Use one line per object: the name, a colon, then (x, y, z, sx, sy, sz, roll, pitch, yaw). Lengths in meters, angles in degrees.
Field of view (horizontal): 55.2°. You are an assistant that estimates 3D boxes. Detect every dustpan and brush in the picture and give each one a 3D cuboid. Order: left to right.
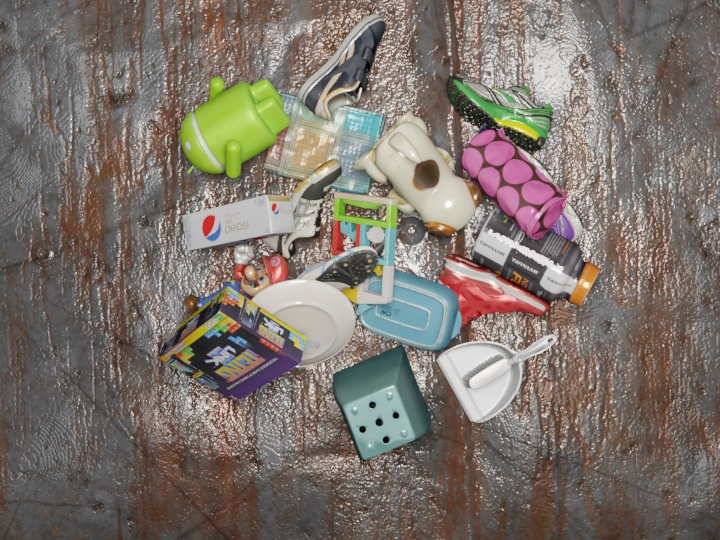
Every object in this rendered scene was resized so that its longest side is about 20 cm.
dustpan and brush: (0.248, 0.163, 1.194, 0.198, 0.057, 0.141, -31, 89, 3)

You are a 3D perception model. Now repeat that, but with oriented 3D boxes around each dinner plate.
dinner plate: (-0.105, 0.099, 1.171, 0.196, 0.024, 0.203, -5, 131, -6)

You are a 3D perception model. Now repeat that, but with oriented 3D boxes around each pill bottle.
pill bottle: (0.294, -0.019, 1.147, 0.198, 0.106, 0.108, 30, 93, 16)

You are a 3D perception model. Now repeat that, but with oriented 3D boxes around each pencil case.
pencil case: (0.250, -0.145, 1.115, 0.093, 0.091, 0.201, -31, 59, -7)

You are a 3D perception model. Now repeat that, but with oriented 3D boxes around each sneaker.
sneaker: (-0.089, -0.105, 1.199, 0.088, 0.076, 0.200, 45, 112, -4)
sneaker: (-0.051, 0.005, 1.165, 0.198, 0.073, 0.072, -31, 129, 32)
sneaker: (-0.013, -0.343, 1.188, 0.079, 0.078, 0.200, 43, 94, 13)
sneaker: (0.220, 0.059, 1.201, 0.197, 0.078, 0.117, 25, 107, 6)
sneaker: (0.239, -0.286, 1.189, 0.197, 0.078, 0.086, 27, 83, -4)
sneaker: (0.300, -0.128, 1.182, 0.083, 0.081, 0.202, -35, 86, 15)

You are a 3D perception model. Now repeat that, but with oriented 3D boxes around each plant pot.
plant pot: (0.032, 0.228, 1.138, 0.139, 0.200, 0.144, -22, 90, 4)

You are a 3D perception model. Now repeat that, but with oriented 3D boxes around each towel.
towel: (-0.064, -0.226, 1.225, 0.196, 0.022, 0.150, 13, 91, 3)

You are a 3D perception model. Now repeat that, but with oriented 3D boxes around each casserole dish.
casserole dish: (0.076, 0.070, 1.186, 0.197, 0.039, 0.124, 17, 104, 18)

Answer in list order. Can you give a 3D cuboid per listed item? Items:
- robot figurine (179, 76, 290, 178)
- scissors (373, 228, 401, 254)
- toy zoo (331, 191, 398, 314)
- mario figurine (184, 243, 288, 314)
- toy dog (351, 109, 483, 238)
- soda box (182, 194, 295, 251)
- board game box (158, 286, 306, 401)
robot figurine: (-0.223, -0.243, 1.183, 0.197, 0.116, 0.178, -26, 61, 10)
scissors: (0.000, 0.000, 1.231, 0.197, 0.014, 0.074, -27, 87, 2)
toy zoo: (0.003, -0.025, 1.166, 0.130, 0.020, 0.205, 13, 104, 41)
mario figurine: (-0.217, 0.031, 1.195, 0.198, 0.106, 0.125, -31, 96, 6)
toy dog: (0.112, -0.154, 1.136, 0.200, 0.194, 0.140, 46, 79, -11)
soda box: (-0.209, -0.080, 1.170, 0.197, 0.068, 0.065, -8, 90, 32)
board game box: (-0.213, 0.129, 1.139, 0.164, 0.057, 0.199, 36, 133, -24)
